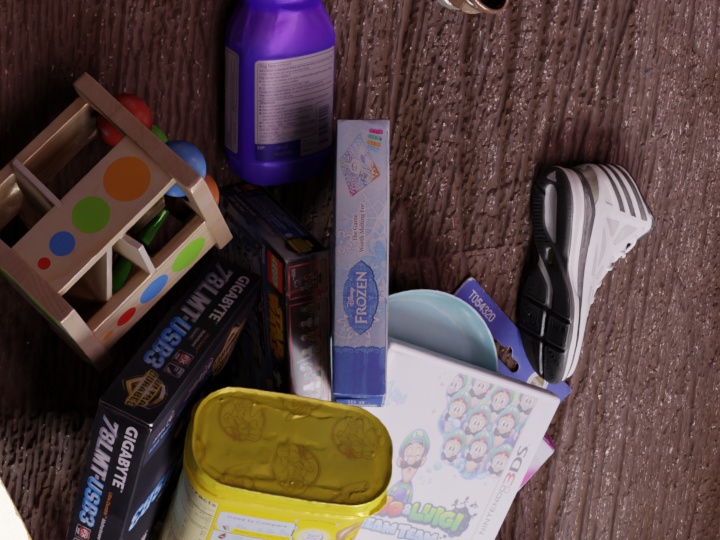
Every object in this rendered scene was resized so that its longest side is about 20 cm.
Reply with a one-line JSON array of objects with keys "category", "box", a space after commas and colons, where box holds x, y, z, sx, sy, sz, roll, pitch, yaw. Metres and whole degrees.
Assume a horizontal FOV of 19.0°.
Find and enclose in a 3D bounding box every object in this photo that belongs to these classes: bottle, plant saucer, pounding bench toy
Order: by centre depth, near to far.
[{"category": "pounding bench toy", "box": [-0.180, -0.027, 1.563, 0.156, 0.124, 0.200, -45, 162, -9]}, {"category": "bottle", "box": [-0.061, -0.166, 1.618, 0.083, 0.065, 0.200, -15, 121, -30]}, {"category": "plant saucer", "box": [0.026, 0.105, 1.800, 0.200, 0.027, 0.200, -14, 118, -27]}]

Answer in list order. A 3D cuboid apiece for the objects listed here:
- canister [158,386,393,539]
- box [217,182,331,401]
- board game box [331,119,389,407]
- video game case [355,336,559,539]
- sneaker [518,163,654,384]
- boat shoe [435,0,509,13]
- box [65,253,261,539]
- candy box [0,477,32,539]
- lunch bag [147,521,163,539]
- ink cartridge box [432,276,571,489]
[{"category": "canister", "box": [-0.071, 0.178, 1.607, 0.148, 0.087, 0.200, 10, 145, -9]}, {"category": "box", "box": [-0.067, 0.048, 1.676, 0.040, 0.137, 0.200, -13, 121, -22]}, {"category": "board game box", "box": [0.000, 0.000, 1.625, 0.043, 0.200, 0.199, 1, 84, 0]}, {"category": "video game case", "box": [0.058, 0.162, 1.815, 0.200, 0.024, 0.182, 20, 99, -37]}, {"category": "sneaker", "box": [0.208, 0.001, 1.891, 0.115, 0.076, 0.201, -9, 114, -30]}, {"category": "boat shoe", "box": [0.073, -0.281, 1.650, 0.076, 0.072, 0.200, -38, 130, -14]}, {"category": "box", "box": [-0.151, 0.118, 1.603, 0.200, 0.050, 0.199, -57, 168, -51]}, {"category": "candy box", "box": [-0.287, 0.192, 1.608, 0.055, 0.115, 0.200, -32, 128, -17]}, {"category": "lunch bag", "box": [-0.130, 0.327, 1.746, 0.164, 0.118, 0.200, 39, 65, -35]}, {"category": "ink cartridge box", "box": [0.088, 0.137, 1.900, 0.200, 0.043, 0.196, -48, 131, -4]}]
